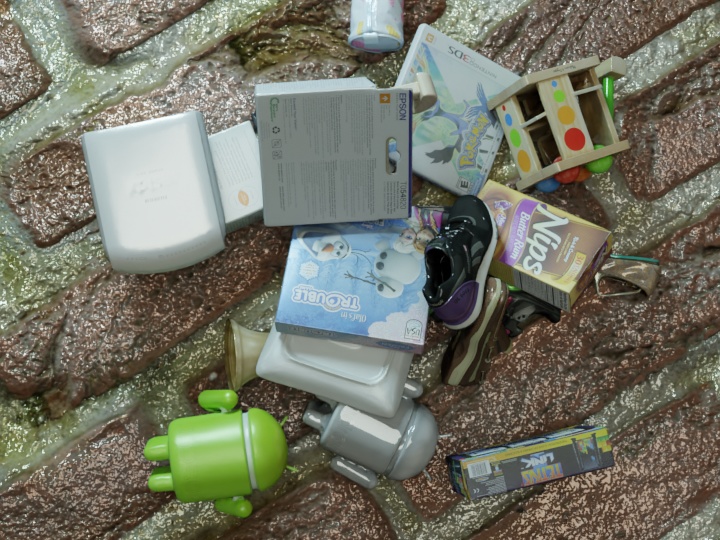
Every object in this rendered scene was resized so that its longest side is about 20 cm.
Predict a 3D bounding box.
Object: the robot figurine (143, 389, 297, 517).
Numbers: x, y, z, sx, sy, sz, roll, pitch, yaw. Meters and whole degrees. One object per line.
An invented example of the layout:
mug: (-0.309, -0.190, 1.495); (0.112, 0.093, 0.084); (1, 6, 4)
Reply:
robot figurine: (-0.191, 0.252, 1.572); (0.200, 0.116, 0.176); (-8, 91, -4)

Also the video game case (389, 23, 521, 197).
video game case: (0.127, -0.224, 1.654); (0.182, 0.022, 0.200); (24, 83, -21)

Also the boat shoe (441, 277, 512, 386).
boat shoe: (0.175, 0.087, 1.587); (0.075, 0.202, 0.075); (12, 48, -9)

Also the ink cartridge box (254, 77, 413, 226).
ink cartridge box: (-0.033, -0.153, 1.498); (0.200, 0.041, 0.200); (-2, 124, -3)

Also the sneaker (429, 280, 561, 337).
sneaker: (0.195, 0.056, 1.635); (0.200, 0.077, 0.084); (-6, 87, 0)

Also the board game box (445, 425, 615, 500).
board game box: (0.226, 0.260, 1.570); (0.200, 0.165, 0.057); (-12, 83, -4)

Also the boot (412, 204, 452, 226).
boot: (0.054, -0.021, 1.645); (0.200, 0.070, 0.132); (-10, 88, 7)

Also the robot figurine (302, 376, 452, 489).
robot figurine: (0.022, 0.217, 1.589); (0.200, 0.113, 0.170); (24, 104, 0)

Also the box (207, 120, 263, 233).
box: (-0.222, -0.109, 1.615); (0.200, 0.097, 0.124); (-23, 86, -6)

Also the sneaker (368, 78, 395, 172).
sneaker: (0.009, -0.176, 1.658); (0.080, 0.074, 0.200); (5, 87, -20)

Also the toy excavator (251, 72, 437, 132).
toy excavator: (-0.020, -0.203, 1.555); (0.194, 0.200, 0.100); (-4, 72, -40)

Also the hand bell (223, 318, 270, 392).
hand bell: (-0.086, 0.114, 1.620); (0.200, 0.104, 0.104); (-2, 84, -16)

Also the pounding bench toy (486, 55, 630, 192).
pounding bench toy: (0.313, -0.209, 1.638); (0.200, 0.124, 0.156); (-19, 87, -21)

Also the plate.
plate: (-0.019, 0.079, 1.563); (0.200, 0.032, 0.200); (17, 67, 6)

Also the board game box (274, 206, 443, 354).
board game box: (0.000, 0.000, 1.556); (0.200, 0.043, 0.199); (8, 68, 2)

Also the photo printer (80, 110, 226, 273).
photo printer: (-0.270, -0.098, 1.527); (0.166, 0.069, 0.200); (-12, 85, -5)

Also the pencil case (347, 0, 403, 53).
pencil case: (0.027, -0.416, 1.664); (0.083, 0.091, 0.200); (3, 85, -3)

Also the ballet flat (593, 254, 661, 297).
ballet flat: (0.333, 0.001, 1.654); (0.200, 0.068, 0.067); (11, 91, 0)

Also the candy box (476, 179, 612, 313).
candy box: (0.234, -0.037, 1.601); (0.200, 0.056, 0.117); (27, 66, 26)

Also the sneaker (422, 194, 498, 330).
sneaker: (0.127, -0.029, 1.519); (0.076, 0.088, 0.200); (-14, 52, 33)
